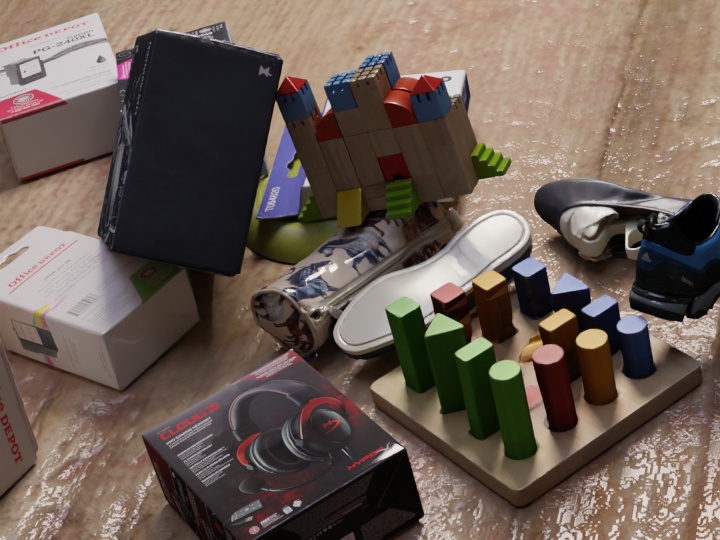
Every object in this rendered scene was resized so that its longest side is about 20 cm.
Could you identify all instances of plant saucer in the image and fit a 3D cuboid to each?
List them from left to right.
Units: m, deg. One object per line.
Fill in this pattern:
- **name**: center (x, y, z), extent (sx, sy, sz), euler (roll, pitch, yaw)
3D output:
- **plant saucer**: center (-0.026, -0.077, 1.769), extent (0.199, 0.031, 0.200), euler (-10, 33, 7)

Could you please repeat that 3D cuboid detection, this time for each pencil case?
- **pencil case**: center (0.000, 0.000, 1.602), extent (0.200, 0.078, 0.089), euler (-36, 30, -29)

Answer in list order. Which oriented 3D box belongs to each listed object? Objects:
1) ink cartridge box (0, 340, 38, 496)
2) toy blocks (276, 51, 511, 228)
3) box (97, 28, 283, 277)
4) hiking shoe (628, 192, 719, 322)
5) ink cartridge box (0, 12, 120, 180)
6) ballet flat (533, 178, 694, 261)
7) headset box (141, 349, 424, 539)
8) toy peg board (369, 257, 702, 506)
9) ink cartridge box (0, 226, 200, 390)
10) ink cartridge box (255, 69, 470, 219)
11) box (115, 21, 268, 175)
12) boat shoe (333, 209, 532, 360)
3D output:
- **ink cartridge box**: center (-0.370, 0.154, 1.460), extent (0.082, 0.147, 0.200), euler (13, 41, 31)
- **toy blocks**: center (0.017, -0.127, 1.586), extent (0.199, 0.137, 0.100), euler (-8, 27, 27)
- **box**: center (-0.160, -0.109, 1.639), extent (0.123, 0.201, 0.197), euler (11, 3, -14)
- **hiking shoe**: center (0.301, -0.023, 1.460), extent (0.199, 0.087, 0.074), euler (-21, 30, -40)
- **ink cartridge box**: center (-0.340, -0.200, 2.021), extent (0.144, 0.084, 0.200), euler (-19, 34, -6)
- **ballet flat**: center (0.234, -0.038, 1.578), extent (0.199, 0.073, 0.073), euler (10, 40, 29)
- **headset box**: center (-0.068, 0.155, 1.404), extent (0.148, 0.075, 0.200), euler (-28, 36, -19)
- **toy peg board**: center (0.133, 0.061, 1.445), extent (0.199, 0.098, 0.200), euler (-31, 37, -22)
- **ink cartridge box**: center (-0.263, 0.031, 1.670), extent (0.199, 0.068, 0.117), euler (16, 44, 36)
- **ink cartridge box**: center (0.003, -0.127, 1.766), extent (0.199, 0.041, 0.200), euler (-6, 34, 12)
- **box**: center (-0.175, -0.163, 1.858), extent (0.131, 0.115, 0.200), euler (-16, 26, -2)
- **boat shoe**: center (0.066, 0.022, 1.557), extent (0.200, 0.062, 0.075), euler (-37, 55, -16)
